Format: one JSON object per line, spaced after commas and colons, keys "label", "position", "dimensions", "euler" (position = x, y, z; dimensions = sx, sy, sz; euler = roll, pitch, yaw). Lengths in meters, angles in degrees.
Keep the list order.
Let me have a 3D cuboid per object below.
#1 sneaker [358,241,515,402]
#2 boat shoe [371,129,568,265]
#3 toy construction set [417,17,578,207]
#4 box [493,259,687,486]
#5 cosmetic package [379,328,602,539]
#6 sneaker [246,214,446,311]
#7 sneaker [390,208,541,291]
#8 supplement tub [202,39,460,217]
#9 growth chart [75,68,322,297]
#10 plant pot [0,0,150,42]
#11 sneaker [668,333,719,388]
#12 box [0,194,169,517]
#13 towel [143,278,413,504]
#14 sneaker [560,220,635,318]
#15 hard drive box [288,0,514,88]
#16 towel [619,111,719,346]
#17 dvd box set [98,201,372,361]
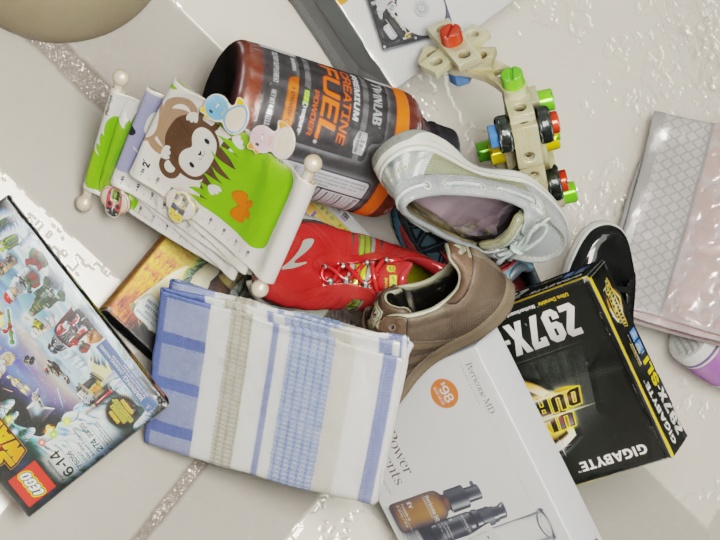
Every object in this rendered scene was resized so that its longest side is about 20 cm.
{"label": "sneaker", "position": [0.023, 0.049, 1.328], "dimensions": [0.200, 0.071, 0.076], "euler": [-39, 122, 13]}
{"label": "boat shoe", "position": [0.091, -0.043, 1.328], "dimensions": [0.201, 0.074, 0.065], "euler": [27, 35, -42]}
{"label": "toy construction set", "position": [0.123, -0.118, 1.407], "dimensions": [0.091, 0.132, 0.200], "euler": [-23, 132, 13]}
{"label": "box", "position": [0.140, 0.098, 1.386], "dimensions": [0.049, 0.199, 0.161], "euler": [-34, 101, -56]}
{"label": "cosmetic package", "position": [0.085, 0.165, 1.380], "dimensions": [0.201, 0.150, 0.052], "euler": [63, 31, -4]}
{"label": "sneaker", "position": [0.000, 0.000, 1.358], "dimensions": [0.199, 0.085, 0.078], "euler": [4, 94, -41]}
{"label": "sneaker", "position": [0.107, -0.011, 1.437], "dimensions": [0.079, 0.095, 0.200], "euler": [-43, 100, -21]}
{"label": "supplement tub", "position": [-0.023, -0.105, 1.354], "dimensions": [0.198, 0.107, 0.108], "euler": [15, 79, -22]}
{"label": "growth chart", "position": [-0.123, -0.071, 1.294], "dimensions": [0.018, 0.199, 0.146], "euler": [-30, 141, -55]}
{"label": "plant pot", "position": [-0.220, -0.288, 1.315], "dimensions": [0.198, 0.134, 0.202], "euler": [3, 83, -23]}
{"label": "sneaker", "position": [0.356, 0.015, 1.558], "dimensions": [0.114, 0.072, 0.202], "euler": [30, 78, -26]}
{"label": "box", "position": [-0.257, 0.064, 1.291], "dimensions": [0.137, 0.040, 0.201], "euler": [-38, 99, -3]}
{"label": "towel", "position": [-0.066, 0.093, 1.317], "dimensions": [0.198, 0.024, 0.148], "euler": [13, 113, 9]}
{"label": "sneaker", "position": [0.215, 0.066, 1.435], "dimensions": [0.072, 0.112, 0.202], "euler": [1, 103, -24]}
{"label": "hard drive box", "position": [0.043, -0.261, 1.450], "dimensions": [0.200, 0.077, 0.156], "euler": [-39, 100, -21]}
{"label": "towel", "position": [0.320, -0.035, 1.500], "dimensions": [0.189, 0.032, 0.202], "euler": [13, 76, 22]}
{"label": "dvd box set", "position": [-0.094, 0.006, 1.388], "dimensions": [0.146, 0.029, 0.200], "euler": [44, 70, -14]}
